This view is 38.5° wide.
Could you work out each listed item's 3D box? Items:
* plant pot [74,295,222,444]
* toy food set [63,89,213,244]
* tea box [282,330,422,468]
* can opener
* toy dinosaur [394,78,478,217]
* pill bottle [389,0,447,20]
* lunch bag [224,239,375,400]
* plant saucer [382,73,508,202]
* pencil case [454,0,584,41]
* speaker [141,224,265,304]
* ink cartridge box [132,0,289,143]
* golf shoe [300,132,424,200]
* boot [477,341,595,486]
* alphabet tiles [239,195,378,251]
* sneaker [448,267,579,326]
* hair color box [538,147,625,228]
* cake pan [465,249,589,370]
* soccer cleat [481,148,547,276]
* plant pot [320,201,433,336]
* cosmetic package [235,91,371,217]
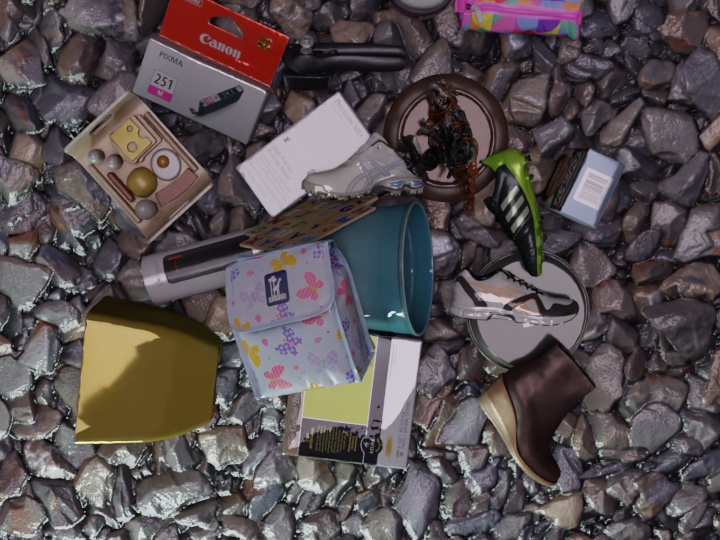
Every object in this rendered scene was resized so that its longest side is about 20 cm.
[{"bbox_3d":[-0.317,0.157,1.589,0.198,0.196,0.196,6,96,-6],"label":"plant pot"},{"bbox_3d":[-0.347,-0.162,1.617,0.143,0.060,0.200,-41,94,5],"label":"toy food set"},{"bbox_3d":[-0.012,0.185,1.606,0.195,0.134,0.202,8,95,0],"label":"tea box"},{"bbox_3d":[-0.026,-0.330,1.601,0.198,0.079,0.064,-6,57,-1],"label":"can opener"},{"bbox_3d":[0.140,-0.185,1.542,0.102,0.135,0.201,-41,78,37],"label":"toy dinosaur"},{"bbox_3d":[0.090,-0.435,1.508,0.111,0.200,0.113,0,96,1],"label":"pill bottle"},{"bbox_3d":[-0.091,0.065,1.453,0.168,0.127,0.201,-10,105,17],"label":"lunch bag"},{"bbox_3d":[0.134,-0.207,1.616,0.199,0.032,0.202,0,97,2],"label":"plant saucer"},{"bbox_3d":[0.240,-0.396,1.568,0.198,0.088,0.089,3,96,0],"label":"pencil case"},{"bbox_3d":[-0.240,-0.008,1.621,0.199,0.081,0.082,-14,95,3],"label":"speaker"},{"bbox_3d":[-0.230,-0.316,1.586,0.199,0.044,0.174,24,113,-1],"label":"ink cartridge box"},{"bbox_3d":[0.003,-0.159,1.553,0.199,0.078,0.098,-9,109,-24],"label":"golf shoe"},{"bbox_3d":[0.299,0.228,1.612,0.166,0.072,0.200,-35,98,20],"label":"boot"},{"bbox_3d":[-0.077,-0.074,1.547,0.199,0.166,0.006,-30,114,-32],"label":"alphabet tiles"},{"bbox_3d":[0.237,0.039,1.578,0.198,0.074,0.081,5,94,0],"label":"sneaker"},{"bbox_3d":[0.325,-0.125,1.533,0.060,0.200,0.100,24,96,-1],"label":"hair color box"},{"bbox_3d":[0.267,0.067,1.636,0.199,0.037,0.202,0,96,2],"label":"cake pan"},{"bbox_3d":[0.237,-0.086,1.589,0.081,0.067,0.201,-11,91,18],"label":"soccer cleat"},{"bbox_3d":[0.000,0.000,1.568,0.187,0.200,0.202,-2,96,17],"label":"plant pot"},{"bbox_3d":[-0.082,-0.180,1.603,0.200,0.074,0.102,-37,94,6],"label":"cosmetic package"}]
